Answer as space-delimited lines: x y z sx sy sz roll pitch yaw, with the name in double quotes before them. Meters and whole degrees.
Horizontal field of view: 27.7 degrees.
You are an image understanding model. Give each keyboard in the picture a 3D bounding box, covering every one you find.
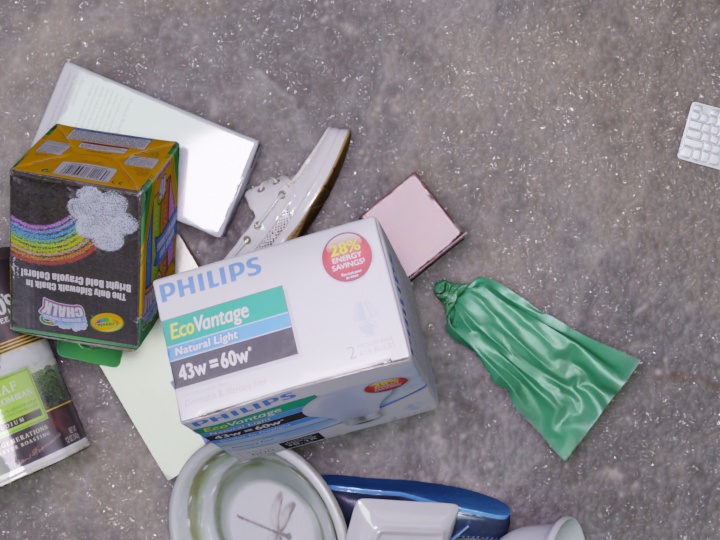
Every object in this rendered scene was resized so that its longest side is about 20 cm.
"keyboard" 0.408 -0.110 1.408 0.198 0.011 0.057 15 90 1

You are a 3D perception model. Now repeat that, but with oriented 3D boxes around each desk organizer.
"desk organizer" 0.000 0.000 1.385 0.200 0.072 0.077 -39 87 1

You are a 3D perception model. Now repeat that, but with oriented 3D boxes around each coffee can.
"coffee can" -0.354 0.098 1.352 0.145 0.146 0.201 -22 90 1

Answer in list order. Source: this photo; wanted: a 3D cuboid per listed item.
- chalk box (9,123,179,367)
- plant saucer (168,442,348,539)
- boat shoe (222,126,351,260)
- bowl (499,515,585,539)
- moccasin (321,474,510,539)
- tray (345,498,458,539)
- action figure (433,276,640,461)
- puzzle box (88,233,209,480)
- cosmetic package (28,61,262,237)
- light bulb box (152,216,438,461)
"chalk box" -0.239 -0.011 1.315 0.124 0.124 0.202 10 117 5
"plant saucer" -0.088 0.247 1.375 0.199 0.050 0.202 6 103 27
"boat shoe" -0.080 -0.058 1.385 0.069 0.071 0.201 31 88 6
"bowl" 0.142 0.322 1.340 0.090 0.201 0.203 4 90 24
"moccasin" 0.044 0.238 1.390 0.198 0.080 0.069 6 95 15
"tray" 0.022 0.303 1.327 0.107 0.022 0.202 7 108 -27
"action figure" 0.151 0.071 1.391 0.200 0.055 0.118 38 92 7
"puzzle box" -0.179 0.084 1.409 0.132 0.025 0.201 -30 90 0
"cosmetic package" -0.203 -0.113 1.387 0.199 0.074 0.102 24 91 -1
"light bulb box" -0.048 0.065 1.240 0.197 0.200 0.126 -16 72 6
